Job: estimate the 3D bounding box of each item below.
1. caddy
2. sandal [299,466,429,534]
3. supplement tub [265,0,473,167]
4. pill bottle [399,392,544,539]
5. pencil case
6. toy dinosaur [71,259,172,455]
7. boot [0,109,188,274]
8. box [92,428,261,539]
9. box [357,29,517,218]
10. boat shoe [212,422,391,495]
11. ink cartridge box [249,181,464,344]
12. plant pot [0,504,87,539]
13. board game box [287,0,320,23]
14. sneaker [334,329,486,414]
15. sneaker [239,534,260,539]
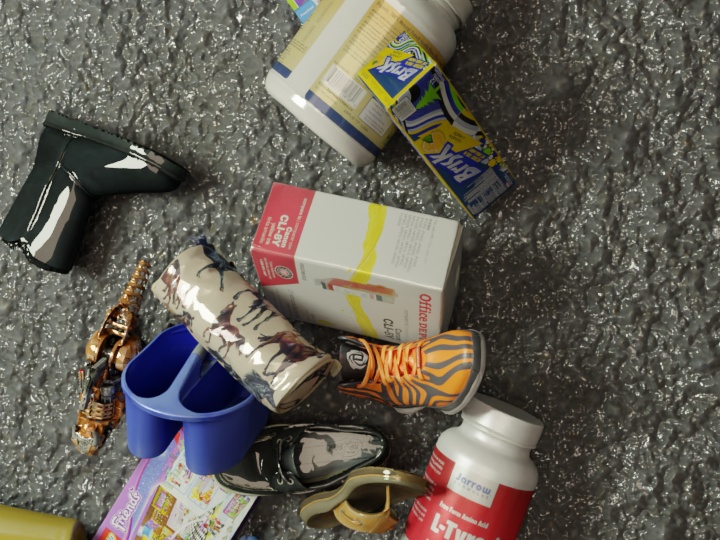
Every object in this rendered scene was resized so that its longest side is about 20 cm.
[{"bbox_3d":[-0.164,0.118,0.943,0.139,0.200,0.107,13,114,10],"label":"caddy"},{"bbox_3d":[0.003,0.247,0.928,0.199,0.079,0.055,-37,44,45],"label":"sandal"},{"bbox_3d":[0.010,-0.227,0.938,0.144,0.144,0.201,40,96,8],"label":"supplement tub"},{"bbox_3d":[0.115,0.236,0.931,0.110,0.112,0.203,21,93,9],"label":"pill bottle"},{"bbox_3d":[-0.113,0.055,0.899,0.199,0.078,0.089,42,63,18],"label":"pencil case"},{"bbox_3d":[-0.257,0.097,0.987,0.102,0.136,0.201,37,96,9],"label":"toy dinosaur"},{"bbox_3d":[-0.305,-0.073,1.025,0.197,0.076,0.171,21,90,17],"label":"boot"},{"bbox_3d":[-0.199,0.266,1.023,0.136,0.039,0.202,34,95,8],"label":"box"},{"bbox_3d":[0.080,-0.140,0.897,0.064,0.200,0.070,-39,48,6],"label":"box"},{"bbox_3d":[-0.061,0.199,0.961,0.195,0.066,0.076,-1,78,-6],"label":"boat shoe"},{"bbox_3d":[0.000,0.000,0.928,0.196,0.146,0.085,12,62,10],"label":"ink cartridge box"},{"bbox_3d":[-0.404,0.342,0.991,0.185,0.201,0.205,0,89,-5],"label":"plant pot"},{"bbox_3d":[-0.023,-0.383,0.961,0.199,0.045,0.135,-35,115,10],"label":"board game box"},{"bbox_3d":[0.036,0.099,0.895,0.110,0.200,0.079,15,65,-22],"label":"sneaker"},{"bbox_3d":[-0.077,0.377,0.987,0.081,0.074,0.203,-23,93,7],"label":"sneaker"}]
